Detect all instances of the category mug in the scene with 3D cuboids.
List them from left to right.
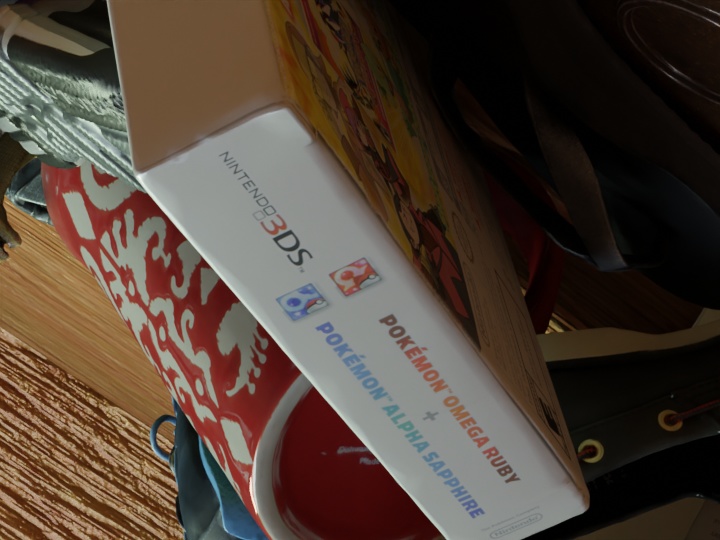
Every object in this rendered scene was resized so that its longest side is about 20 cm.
[{"bbox_3d":[-0.005,-0.007,0.724,0.200,0.177,0.134,54,168,50],"label":"mug"}]

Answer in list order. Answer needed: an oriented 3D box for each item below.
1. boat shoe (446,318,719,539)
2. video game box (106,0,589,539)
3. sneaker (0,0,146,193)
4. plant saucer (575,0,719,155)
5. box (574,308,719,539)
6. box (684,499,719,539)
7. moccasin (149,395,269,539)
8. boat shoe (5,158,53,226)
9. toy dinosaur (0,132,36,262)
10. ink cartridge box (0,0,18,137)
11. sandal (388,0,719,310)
[{"bbox_3d":[0.116,0.045,0.618,0.200,0.064,0.074,-12,154,-5],"label":"boat shoe"},{"bbox_3d":[-0.011,-0.048,0.550,0.182,0.047,0.201,55,-165,-45],"label":"video game box"},{"bbox_3d":[-0.069,-0.092,0.653,0.075,0.116,0.200,41,170,-23],"label":"sneaker"},{"bbox_3d":[0.098,-0.068,0.534,0.199,0.035,0.200,30,169,7],"label":"plant saucer"},{"bbox_3d":[0.189,0.118,0.825,0.109,0.128,0.200,24,165,39],"label":"box"},{"bbox_3d":[0.163,0.103,0.651,0.036,0.201,0.144,39,167,-29],"label":"box"},{"bbox_3d":[-0.062,0.078,0.915,0.080,0.069,0.200,20,-158,-4],"label":"moccasin"},{"bbox_3d":[-0.110,-0.058,0.969,0.071,0.091,0.200,36,168,-21],"label":"boat shoe"},{"bbox_3d":[-0.134,-0.071,0.858,0.058,0.101,0.200,52,-168,-16],"label":"toy dinosaur"},{"bbox_3d":[-0.184,-0.078,0.802,0.084,0.201,0.146,34,169,-18],"label":"ink cartridge box"},{"bbox_3d":[0.048,-0.043,0.574,0.076,0.043,0.200,20,163,48],"label":"sandal"}]
